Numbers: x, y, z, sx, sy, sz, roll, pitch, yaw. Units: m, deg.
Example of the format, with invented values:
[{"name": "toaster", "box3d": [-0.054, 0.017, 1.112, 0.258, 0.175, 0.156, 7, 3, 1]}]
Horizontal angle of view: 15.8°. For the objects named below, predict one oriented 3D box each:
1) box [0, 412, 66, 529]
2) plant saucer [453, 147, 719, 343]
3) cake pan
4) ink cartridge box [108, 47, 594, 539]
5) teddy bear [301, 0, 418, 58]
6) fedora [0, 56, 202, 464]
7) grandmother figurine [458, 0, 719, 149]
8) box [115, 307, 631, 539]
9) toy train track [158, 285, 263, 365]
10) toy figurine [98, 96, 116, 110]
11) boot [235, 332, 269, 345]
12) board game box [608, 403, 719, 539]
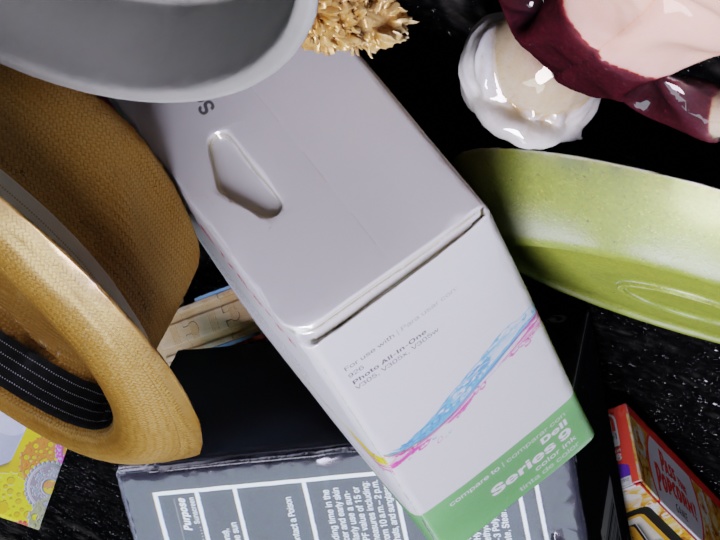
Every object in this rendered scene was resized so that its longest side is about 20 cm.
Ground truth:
[{"name": "box", "box3d": [-0.243, 0.026, 1.234, 0.200, 0.122, 0.193, 20, 175, -17]}, {"name": "plant saucer", "box3d": [0.127, 0.000, 0.973, 0.200, 0.031, 0.200, 17, 174, 2]}, {"name": "cake pan", "box3d": [-0.098, -0.130, 0.786, 0.200, 0.037, 0.200, 19, 149, 12]}, {"name": "ink cartridge box", "box3d": [0.000, 0.000, 0.987, 0.145, 0.087, 0.200, 51, 177, 32]}, {"name": "teddy bear", "box3d": [-0.027, -0.129, 0.823, 0.145, 0.067, 0.200, 28, 157, -10]}, {"name": "fedora", "box3d": [-0.121, -0.018, 0.905, 0.200, 0.082, 0.201, 32, 157, 15]}, {"name": "grandmother figurine", "box3d": [0.090, -0.083, 0.846, 0.121, 0.061, 0.200, 46, 157, -9]}, {"name": "box", "box3d": [0.018, 0.135, 1.159, 0.198, 0.123, 0.200, -6, 114, 13]}, {"name": "toy train track", "box3d": [-0.079, 0.027, 1.220, 0.200, 0.115, 0.033, -20, -179, 41]}, {"name": "toy figurine", "box3d": [-0.144, -0.075, 1.034, 0.200, 0.150, 0.184, 44, 145, 7]}, {"name": "boot", "box3d": [-0.038, 0.048, 1.265, 0.200, 0.075, 0.107, 4, 151, 18]}, {"name": "board game box", "box3d": [0.109, 0.150, 1.299, 0.151, 0.046, 0.200, -22, 144, 19]}]
